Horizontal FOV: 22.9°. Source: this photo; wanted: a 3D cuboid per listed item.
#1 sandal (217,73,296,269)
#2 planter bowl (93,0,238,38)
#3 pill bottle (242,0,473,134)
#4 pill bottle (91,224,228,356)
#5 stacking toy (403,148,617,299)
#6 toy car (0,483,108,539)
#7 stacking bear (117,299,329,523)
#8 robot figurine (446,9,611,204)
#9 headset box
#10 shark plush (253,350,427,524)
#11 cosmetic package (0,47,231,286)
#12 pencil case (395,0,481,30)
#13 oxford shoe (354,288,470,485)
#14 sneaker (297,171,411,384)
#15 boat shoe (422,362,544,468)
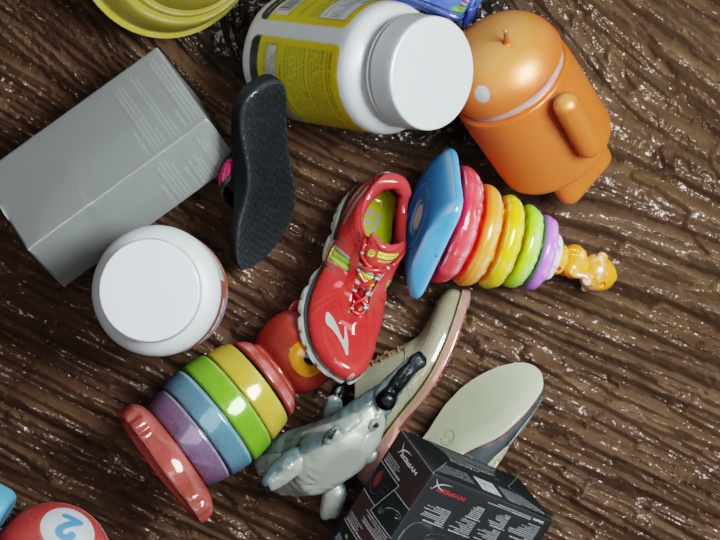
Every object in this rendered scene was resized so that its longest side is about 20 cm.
[{"bbox_3d":[-0.097,-0.092,1.592,0.045,0.201,0.075,30,45,31],"label":"sandal"},{"bbox_3d":[-0.148,-0.300,1.566,0.199,0.083,0.202,-11,109,-34],"label":"planter bowl"},{"bbox_3d":[-0.003,-0.179,1.550,0.114,0.199,0.116,-10,106,-38],"label":"pill bottle"},{"bbox_3d":[-0.174,0.019,1.550,0.111,0.200,0.113,0,89,-1],"label":"pill bottle"},{"bbox_3d":[0.142,-0.022,1.612,0.198,0.110,0.117,16,124,-13],"label":"stacking toy"},{"bbox_3d":[-0.291,0.295,1.542,0.183,0.200,0.178,27,88,-1],"label":"toy car"},{"bbox_3d":[-0.106,0.113,1.597,0.199,0.114,0.122,-38,99,-13],"label":"stacking bear"},{"bbox_3d":[0.146,-0.148,1.580,0.116,0.145,0.200,-24,130,19],"label":"robot figurine"},{"bbox_3d":[0.051,0.260,1.566,0.148,0.075,0.201,24,105,-33],"label":"headset box"},{"bbox_3d":[-0.025,0.134,1.577,0.090,0.084,0.200,20,123,-28],"label":"shark plush"},{"bbox_3d":[-0.224,-0.092,1.592,0.199,0.090,0.107,-36,60,2],"label":"cosmetic package"},{"bbox_3d":[0.019,-0.275,1.620,0.198,0.078,0.088,14,59,-1],"label":"pencil case"},{"bbox_3d":[0.033,0.095,1.621,0.073,0.071,0.201,31,87,5],"label":"oxford shoe"},{"bbox_3d":[0.000,0.000,1.580,0.076,0.085,0.202,20,65,-20],"label":"sneaker"},{"bbox_3d":[0.096,0.167,1.626,0.200,0.071,0.063,-44,133,-4],"label":"boat shoe"}]
